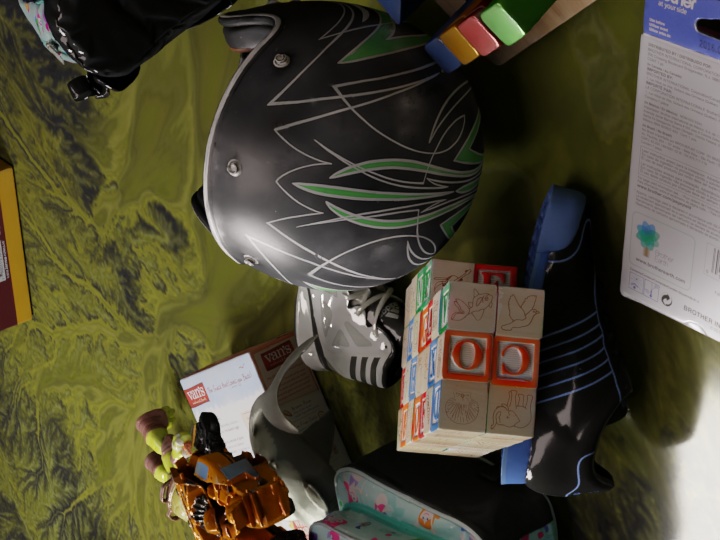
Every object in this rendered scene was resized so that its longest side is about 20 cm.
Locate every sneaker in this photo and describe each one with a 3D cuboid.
[{"bbox_3d":[0.000,0.000,1.136,0.115,0.076,0.202,17,131,38],"label":"sneaker"},{"bbox_3d":[0.138,0.047,0.970,0.077,0.070,0.202,7,104,4],"label":"sneaker"}]

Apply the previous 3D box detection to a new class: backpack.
[{"bbox_3d":[-0.194,-0.229,1.180,0.127,0.166,0.200,62,165,-24],"label":"backpack"},{"bbox_3d":[0.060,0.244,1.123,0.177,0.150,0.201,18,128,47],"label":"backpack"}]

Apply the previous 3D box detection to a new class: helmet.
[{"bbox_3d":[-0.017,-0.079,0.972,0.191,0.199,0.202,-137,37,-59],"label":"helmet"}]

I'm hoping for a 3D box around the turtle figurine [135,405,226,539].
[{"bbox_3d":[-0.162,0.215,1.461,0.161,0.064,0.201,43,163,47],"label":"turtle figurine"}]

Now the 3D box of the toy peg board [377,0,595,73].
[{"bbox_3d":[0.034,-0.196,0.848,0.200,0.098,0.199,47,158,-7],"label":"toy peg board"}]

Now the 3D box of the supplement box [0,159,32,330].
[{"bbox_3d":[-0.492,-0.020,1.674,0.132,0.199,0.199,30,132,42],"label":"supplement box"}]

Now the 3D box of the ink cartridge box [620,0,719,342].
[{"bbox_3d":[0.204,-0.056,0.834,0.119,0.042,0.201,30,134,42],"label":"ink cartridge box"}]

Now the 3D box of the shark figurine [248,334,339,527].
[{"bbox_3d":[-0.045,0.135,1.207,0.127,0.090,0.215,10,139,38],"label":"shark figurine"}]

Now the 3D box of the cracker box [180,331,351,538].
[{"bbox_3d":[-0.070,0.165,1.326,0.134,0.057,0.201,-22,91,55],"label":"cracker box"}]

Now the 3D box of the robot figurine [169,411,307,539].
[{"bbox_3d":[-0.093,0.187,1.156,0.200,0.058,0.146,11,122,67],"label":"robot figurine"}]

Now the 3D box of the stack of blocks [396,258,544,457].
[{"bbox_3d":[0.066,0.054,0.963,0.200,0.058,0.116,120,155,-79],"label":"stack of blocks"}]
